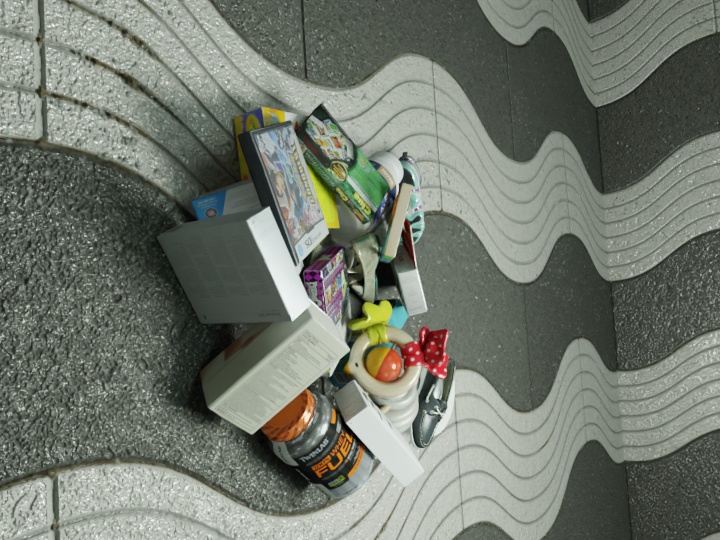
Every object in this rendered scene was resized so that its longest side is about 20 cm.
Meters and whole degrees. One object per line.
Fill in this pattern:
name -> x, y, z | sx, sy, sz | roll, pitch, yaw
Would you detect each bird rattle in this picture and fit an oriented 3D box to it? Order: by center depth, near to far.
bird rattle -> 0.058, 0.153, 1.081 | 0.200, 0.113, 0.163 | 33, 70, 1

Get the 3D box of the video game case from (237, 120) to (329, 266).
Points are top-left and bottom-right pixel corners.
video game case -> -0.111, -0.123, 0.921 | 0.181, 0.025, 0.201 | -56, 131, -68

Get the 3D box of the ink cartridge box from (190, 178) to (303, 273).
ink cartridge box -> -0.165, -0.036, 0.930 | 0.068, 0.116, 0.201 | -70, 144, -70

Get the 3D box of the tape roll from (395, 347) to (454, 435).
tape roll -> 0.130, 0.261, 1.324 | 0.202, 0.071, 0.203 | 9, 79, -52

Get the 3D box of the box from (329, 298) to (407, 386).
box -> 0.015, 0.139, 1.179 | 0.049, 0.082, 0.200 | 61, 43, -27

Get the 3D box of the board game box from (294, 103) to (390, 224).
board game box -> -0.032, -0.187, 1.059 | 0.200, 0.023, 0.105 | 48, 46, -21

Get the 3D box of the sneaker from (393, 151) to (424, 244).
sneaker -> 0.111, -0.169, 1.354 | 0.140, 0.077, 0.201 | -72, 161, -56

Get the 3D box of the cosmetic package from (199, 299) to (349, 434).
cosmetic package -> -0.130, 0.135, 0.897 | 0.200, 0.087, 0.103 | -40, 128, 3

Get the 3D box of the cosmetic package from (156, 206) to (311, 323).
cosmetic package -> -0.181, -0.001, 0.845 | 0.052, 0.199, 0.151 | -40, 117, -46

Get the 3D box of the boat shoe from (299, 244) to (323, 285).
boat shoe -> -0.102, 0.046, 1.065 | 0.067, 0.057, 0.201 | 45, 46, -63

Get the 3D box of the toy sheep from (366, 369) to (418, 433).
toy sheep -> 0.050, 0.254, 1.165 | 0.138, 0.138, 0.200 | -52, 162, -42

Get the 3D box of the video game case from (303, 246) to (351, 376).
video game case -> -0.053, 0.064, 1.051 | 0.200, 0.036, 0.182 | -57, 144, -73

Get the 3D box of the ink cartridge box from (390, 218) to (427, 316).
ink cartridge box -> 0.085, -0.024, 1.227 | 0.200, 0.045, 0.177 | -104, 180, -74

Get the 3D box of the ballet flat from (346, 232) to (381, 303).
ballet flat -> 0.000, 0.000, 1.167 | 0.200, 0.062, 0.068 | 93, -21, -49

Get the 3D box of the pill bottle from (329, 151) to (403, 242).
pill bottle -> 0.008, -0.154, 1.184 | 0.200, 0.111, 0.111 | -53, 125, -42

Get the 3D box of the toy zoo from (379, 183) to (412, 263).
toy zoo -> 0.064, -0.082, 1.135 | 0.200, 0.020, 0.132 | 115, -10, -88

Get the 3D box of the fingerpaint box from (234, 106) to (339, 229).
fingerpaint box -> -0.126, -0.166, 1.043 | 0.167, 0.073, 0.201 | -8, 90, -53

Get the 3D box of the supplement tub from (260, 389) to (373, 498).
supplement tub -> -0.073, 0.286, 1.012 | 0.200, 0.122, 0.123 | 52, 48, -35

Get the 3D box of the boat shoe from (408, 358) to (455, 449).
boat shoe -> 0.151, 0.271, 1.242 | 0.076, 0.060, 0.201 | 38, 57, -44

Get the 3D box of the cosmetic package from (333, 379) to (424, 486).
cosmetic package -> 0.034, 0.286, 1.050 | 0.051, 0.083, 0.200 | -35, 120, 1
